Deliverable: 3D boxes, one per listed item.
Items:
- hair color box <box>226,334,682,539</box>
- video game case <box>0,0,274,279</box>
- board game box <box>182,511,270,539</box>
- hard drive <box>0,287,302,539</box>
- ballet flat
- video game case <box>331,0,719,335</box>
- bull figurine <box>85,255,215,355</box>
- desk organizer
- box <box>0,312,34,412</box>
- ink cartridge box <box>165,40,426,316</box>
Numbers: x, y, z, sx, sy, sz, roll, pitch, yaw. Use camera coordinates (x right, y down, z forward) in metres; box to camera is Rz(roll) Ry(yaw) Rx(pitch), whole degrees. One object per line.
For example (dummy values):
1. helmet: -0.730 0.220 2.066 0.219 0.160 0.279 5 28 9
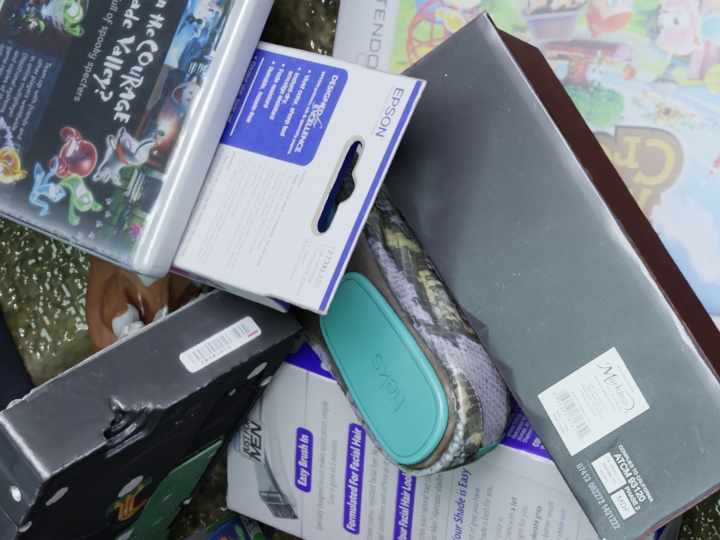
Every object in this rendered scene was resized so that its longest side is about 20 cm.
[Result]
1. hair color box: 0.041 0.083 0.889 0.198 0.065 0.110 19 135 16
2. video game case: -0.119 -0.121 0.809 0.181 0.023 0.202 22 89 20
3. board game box: -0.144 0.183 0.953 0.199 0.135 0.035 -30 91 19
4. hard drive: -0.114 0.091 0.852 0.038 0.139 0.200 48 140 14
5. ballet flat: 0.000 0.000 0.842 0.072 0.072 0.201 -43 61 18
6. video game case: 0.080 -0.077 0.865 0.198 0.022 0.184 9 92 21
7. bull figurine: -0.088 -0.006 0.935 0.064 0.121 0.202 7 90 -17
8. desk organizer: 0.084 0.004 0.807 0.071 0.077 0.201 -35 76 17
9. box: -0.269 0.084 1.002 0.199 0.123 0.200 -28 85 21
10. ink cartridge box: -0.056 -0.044 0.813 0.199 0.037 0.095 18 81 44
